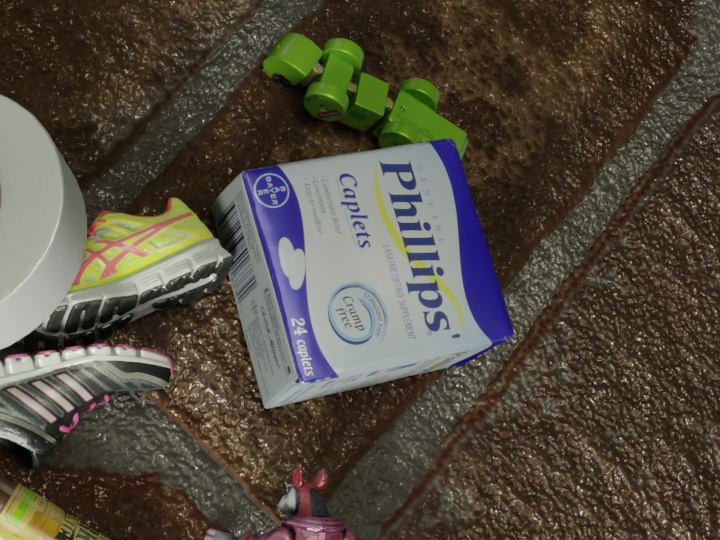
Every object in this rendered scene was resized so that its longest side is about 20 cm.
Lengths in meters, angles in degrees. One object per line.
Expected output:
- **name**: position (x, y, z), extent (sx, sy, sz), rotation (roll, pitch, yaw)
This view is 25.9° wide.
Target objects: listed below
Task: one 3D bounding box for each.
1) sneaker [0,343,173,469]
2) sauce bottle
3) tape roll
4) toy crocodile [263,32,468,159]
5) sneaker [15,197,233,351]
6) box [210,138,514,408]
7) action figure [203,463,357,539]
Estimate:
- **sneaker**: position (-0.238, 0.106, 1.204), extent (0.199, 0.074, 0.088), rotation (-7, 85, -26)
- **sauce bottle**: position (-0.207, 0.228, 1.179), extent (0.200, 0.065, 0.065), rotation (33, 64, -10)
- **tape roll**: position (-0.311, -0.037, 1.179), extent (0.201, 0.071, 0.203), rotation (-2, 68, 6)
- **toy crocodile**: position (0.007, -0.146, 1.388), extent (0.199, 0.062, 0.068), rotation (27, 60, -16)
- **sneaker**: position (-0.207, -0.001, 1.254), extent (0.199, 0.078, 0.091), rotation (-19, 70, -29)
- **box**: position (0.000, 0.000, 1.308), extent (0.199, 0.105, 0.185), rotation (-11, 78, -24)
- **action figure**: position (-0.045, 0.249, 1.195), extent (0.133, 0.149, 0.201), rotation (0, 87, -14)
